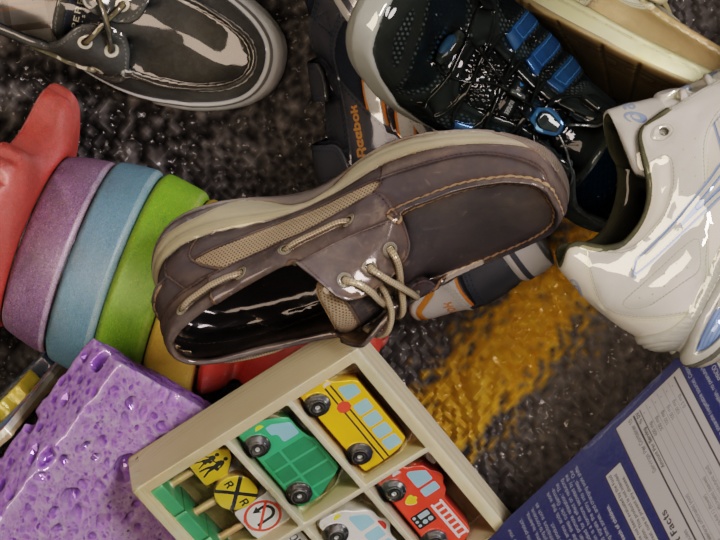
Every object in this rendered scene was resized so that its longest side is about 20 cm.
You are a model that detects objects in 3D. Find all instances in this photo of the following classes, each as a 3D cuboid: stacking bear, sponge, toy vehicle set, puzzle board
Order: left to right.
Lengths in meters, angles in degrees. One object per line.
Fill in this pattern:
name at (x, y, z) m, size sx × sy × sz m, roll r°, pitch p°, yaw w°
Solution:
puzzle board at (-0.220, 0.115, 1.410) m, size 0.017 × 0.151 × 0.200 m, roll 45°, pitch 107°, yaw -4°
sponge at (-0.144, 0.134, 1.344) m, size 0.200 × 0.111 × 0.030 m, roll -52°, pitch 47°, yaw 4°
stacking bear at (-0.084, 0.009, 1.383) m, size 0.199 × 0.122 × 0.114 m, roll 21°, pitch 119°, yaw 4°
toy vehicle set at (-0.001, 0.125, 1.350) m, size 0.124 × 0.027 × 0.200 m, roll -33°, pitch 123°, yaw 10°

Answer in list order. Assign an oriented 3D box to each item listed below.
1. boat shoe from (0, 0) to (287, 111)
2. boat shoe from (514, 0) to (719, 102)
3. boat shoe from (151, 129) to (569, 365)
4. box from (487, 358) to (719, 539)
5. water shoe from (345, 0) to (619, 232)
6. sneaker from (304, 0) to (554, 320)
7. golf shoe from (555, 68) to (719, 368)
boat shoe at (-0.134, -0.126, 1.403) m, size 0.199 × 0.057 × 0.069 m, roll 20°, pitch 102°, yaw 13°
boat shoe at (0.093, -0.135, 1.334) m, size 0.200 × 0.073 × 0.063 m, roll 29°, pitch 79°, yaw 17°
boat shoe at (0.000, 0.000, 1.270) m, size 0.199 × 0.074 × 0.075 m, roll -18°, pitch 135°, yaw 21°
box at (0.134, 0.116, 1.279) m, size 0.200 × 0.032 × 0.121 m, roll -45°, pitch 40°, yaw 20°
water shoe at (0.078, -0.076, 1.283) m, size 0.079 × 0.200 × 0.072 m, roll 28°, pitch 88°, yaw 47°
sneaker at (0.008, -0.068, 1.359) m, size 0.079 × 0.078 × 0.201 m, roll -31°, pitch 90°, yaw 12°
golf shoe at (0.157, -0.062, 1.246) m, size 0.097 × 0.078 × 0.201 m, roll 28°, pitch 83°, yaw -7°
